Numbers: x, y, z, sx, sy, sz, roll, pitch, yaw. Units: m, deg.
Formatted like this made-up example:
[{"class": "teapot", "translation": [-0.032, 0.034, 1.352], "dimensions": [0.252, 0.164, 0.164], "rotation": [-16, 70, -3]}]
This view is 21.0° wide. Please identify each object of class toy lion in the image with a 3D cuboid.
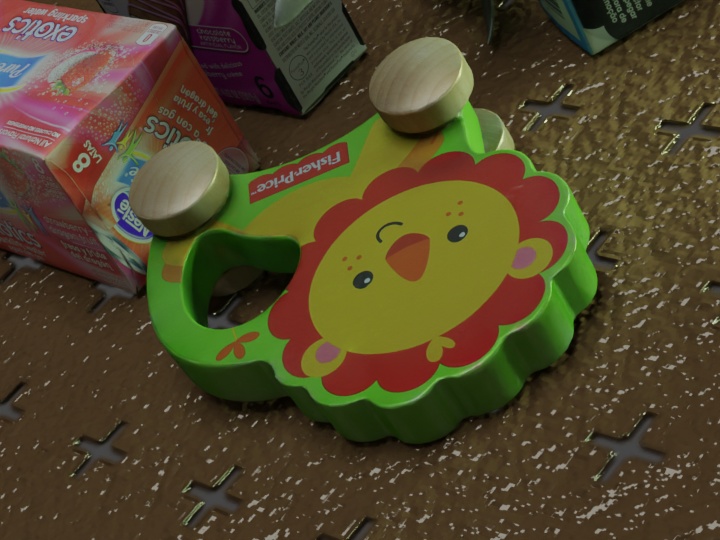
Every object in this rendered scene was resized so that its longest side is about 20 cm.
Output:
[{"class": "toy lion", "translation": [0.000, 0.000, 0.843], "dimensions": [0.199, 0.069, 0.192], "rotation": [-21, 43, 14]}]

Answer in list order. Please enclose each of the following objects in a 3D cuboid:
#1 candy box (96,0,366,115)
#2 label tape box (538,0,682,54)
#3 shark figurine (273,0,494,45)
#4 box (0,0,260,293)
[{"class": "candy box", "translation": [-0.098, -0.179, 1.009], "dimensions": [0.136, 0.200, 0.061], "rotation": [14, 53, 46]}, {"class": "label tape box", "translation": [0.155, -0.217, 0.914], "dimensions": [0.200, 0.144, 0.066], "rotation": [-30, 34, 1]}, {"class": "shark figurine", "translation": [0.039, -0.153, 0.960], "dimensions": [0.128, 0.090, 0.214], "rotation": [-11, 2, 20]}, {"class": "box", "translation": [-0.163, -0.071, 1.015], "dimensions": [0.200, 0.095, 0.103], "rotation": [17, 57, 47]}]
